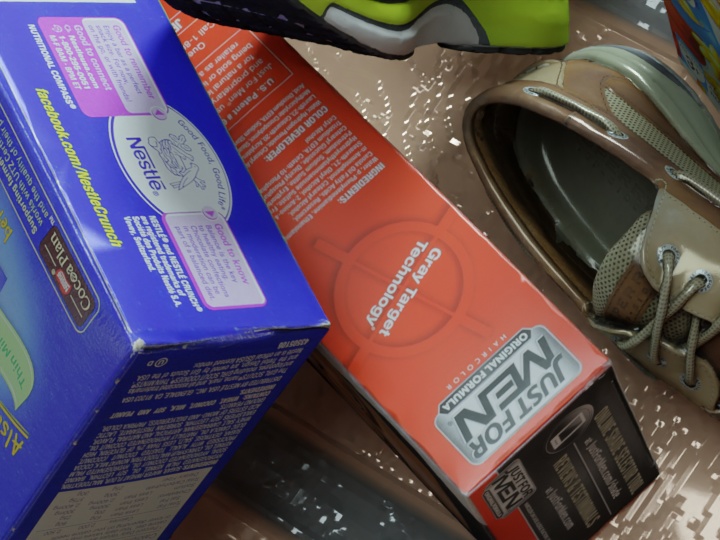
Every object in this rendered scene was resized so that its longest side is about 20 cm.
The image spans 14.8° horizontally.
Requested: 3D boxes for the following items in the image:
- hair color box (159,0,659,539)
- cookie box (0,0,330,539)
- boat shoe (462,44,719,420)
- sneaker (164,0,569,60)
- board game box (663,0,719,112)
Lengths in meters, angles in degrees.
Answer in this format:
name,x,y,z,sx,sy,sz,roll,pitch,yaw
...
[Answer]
name,x,y,z,sx,sy,sz,roll,pitch,yaw
hair color box,0.000,0.000,0.870,0.061,0.102,0.200,-42,63,-5
cookie box,-0.115,0.014,0.845,0.200,0.075,0.171,-52,55,39
boat shoe,0.101,0.008,0.845,0.200,0.072,0.076,46,127,33
sneaker,0.005,-0.109,0.837,0.074,0.200,0.081,13,102,27
board game box,0.150,-0.103,0.823,0.105,0.200,0.103,-33,63,-2
